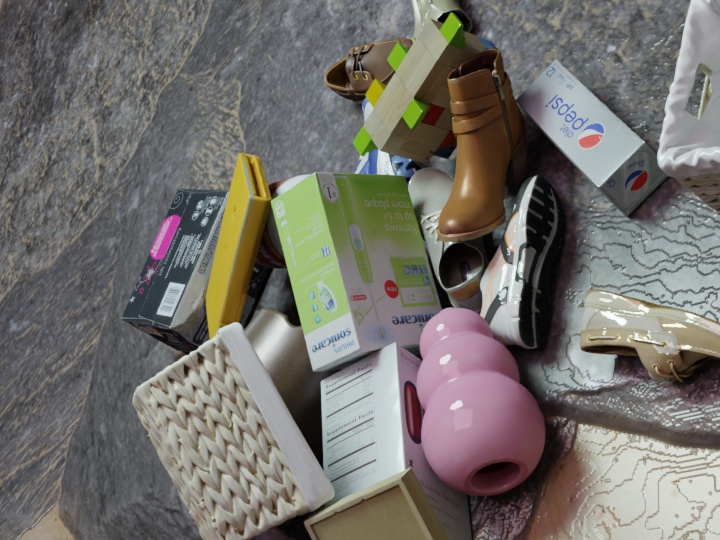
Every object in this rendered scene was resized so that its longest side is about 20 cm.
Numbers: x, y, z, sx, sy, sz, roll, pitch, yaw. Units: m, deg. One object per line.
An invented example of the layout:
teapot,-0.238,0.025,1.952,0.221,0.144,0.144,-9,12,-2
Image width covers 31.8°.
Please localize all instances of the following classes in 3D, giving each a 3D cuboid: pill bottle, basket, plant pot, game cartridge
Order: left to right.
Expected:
basket,-0.133,0.176,1.270,0.122,0.202,0.136,-29,-6,-18
game cartridge,-0.150,-0.022,1.530,0.177,0.032,0.203,-112,34,-66
plant pot,-0.107,0.164,1.441,0.199,0.200,0.199,20,71,51
pill bottle,-0.076,-0.060,1.577,0.113,0.111,0.200,-64,19,-11
basket,0.401,-0.151,1.144,0.198,0.160,0.201,-5,60,44

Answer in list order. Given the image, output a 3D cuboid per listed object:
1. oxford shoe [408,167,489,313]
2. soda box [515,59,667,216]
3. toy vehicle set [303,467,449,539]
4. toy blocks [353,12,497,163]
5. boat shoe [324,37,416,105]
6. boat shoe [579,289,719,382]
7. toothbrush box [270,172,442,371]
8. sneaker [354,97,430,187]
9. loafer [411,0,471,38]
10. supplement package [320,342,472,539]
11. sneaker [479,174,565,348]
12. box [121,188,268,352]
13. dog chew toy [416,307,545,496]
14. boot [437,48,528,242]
oxford shoe,0.101,-0.043,1.437,0.074,0.058,0.202,-26,56,13
soda box,0.250,-0.147,1.378,0.068,0.063,0.201,-45,40,10
toy vehicle set,0.042,0.301,1.200,0.123,0.026,0.202,-27,90,29
toy blocks,0.100,-0.200,1.472,0.201,0.135,0.100,-56,44,27
boat shoe,0.013,-0.261,1.659,0.200,0.067,0.073,170,107,-65
boat shoe,0.288,0.071,1.185,0.199,0.073,0.070,15,86,51
toothbrush box,0.000,0.000,1.405,0.086,0.144,0.203,-26,72,43
sneaker,0.020,-0.131,1.595,0.115,0.080,0.201,-39,43,17
loafer,0.110,-0.331,1.655,0.068,0.075,0.203,-16,62,36
supplement package,0.035,0.199,1.316,0.109,0.113,0.202,-28,47,29
sneaker,0.166,-0.012,1.363,0.079,0.073,0.202,-10,56,44
box,-0.210,0.005,1.713,0.131,0.114,0.202,6,69,48
dog chew toy,0.112,0.123,1.276,0.124,0.124,0.202,-34,46,24
boot,0.125,-0.136,1.375,0.076,0.157,0.200,7,38,36
